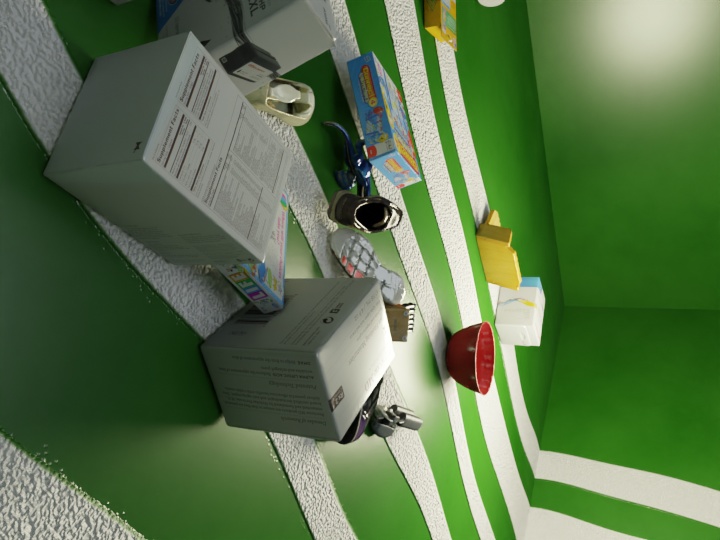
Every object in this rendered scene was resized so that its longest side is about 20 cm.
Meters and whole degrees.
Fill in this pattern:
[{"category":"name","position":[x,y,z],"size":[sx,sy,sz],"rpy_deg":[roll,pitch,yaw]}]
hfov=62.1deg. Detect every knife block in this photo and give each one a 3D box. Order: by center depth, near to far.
[{"category":"knife block","position":[0.027,0.094,1.209],"size":[0.175,0.193,0.067],"rpy_deg":[-161,-105,-72]}]

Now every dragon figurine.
[{"category":"dragon figurine","position":[-0.011,-0.190,1.131],"size":[0.200,0.057,0.103],"rpy_deg":[48,48,-54]}]

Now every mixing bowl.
[{"category":"mixing bowl","position":[0.304,0.243,1.687],"size":[0.198,0.105,0.208],"rpy_deg":[-2,93,-62]}]

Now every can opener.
[{"category":"can opener","position":[0.075,0.335,1.320],"size":[0.068,0.053,0.199],"rpy_deg":[-54,147,0]}]

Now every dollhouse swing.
[{"category":"dollhouse swing","position":[0.488,-0.081,2.000],"size":[0.176,0.179,0.204],"rpy_deg":[-44,130,-28]}]

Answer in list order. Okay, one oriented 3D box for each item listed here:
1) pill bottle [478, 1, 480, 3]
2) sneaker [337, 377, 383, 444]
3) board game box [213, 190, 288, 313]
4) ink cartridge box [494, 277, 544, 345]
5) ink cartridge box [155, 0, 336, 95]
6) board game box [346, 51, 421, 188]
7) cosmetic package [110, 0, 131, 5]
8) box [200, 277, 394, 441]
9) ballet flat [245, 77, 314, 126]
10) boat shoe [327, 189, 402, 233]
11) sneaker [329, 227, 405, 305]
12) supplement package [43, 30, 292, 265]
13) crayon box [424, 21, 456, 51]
[{"category":"pill bottle","position":[0.431,-0.979,1.941],"size":[0.114,0.111,0.208],"rpy_deg":[26,66,-59]},{"category":"sneaker","position":[0.005,0.224,1.128],"size":[0.205,0.074,0.087],"rpy_deg":[-66,156,-2]},{"category":"board game box","position":[-0.148,-0.064,0.828],"size":[0.135,0.033,0.205],"rpy_deg":[53,28,-49]},{"category":"ink cartridge box","position":[0.589,0.151,2.200],"size":[0.148,0.142,0.205],"rpy_deg":[56,42,-47]},{"category":"ink cartridge box","position":[-0.137,-0.298,0.699],"size":[0.083,0.195,0.150],"rpy_deg":[35,39,-58]},{"category":"board game box","position":[0.050,-0.286,1.171],"size":[0.199,0.054,0.203],"rpy_deg":[20,56,-70]},{"category":"cosmetic package","position":[-0.260,-0.421,0.585],"size":[0.199,0.119,0.207],"rpy_deg":[26,67,-61]},{"category":"box","position":[-0.081,0.114,0.844],"size":[0.199,0.194,0.135],"rpy_deg":[-47,129,-52]},{"category":"ballet flat","position":[-0.111,-0.267,0.932],"size":[0.198,0.067,0.072],"rpy_deg":[-14,102,-62]},{"category":"boat shoe","position":[0.022,-0.098,1.104],"size":[0.197,0.072,0.077],"rpy_deg":[-2,113,-51]},{"category":"sneaker","position":[0.000,0.000,1.152],"size":[0.200,0.081,0.078],"rpy_deg":[46,64,-26]},{"category":"supplement package","position":[-0.199,-0.120,0.666],"size":[0.200,0.147,0.155],"rpy_deg":[46,50,-52]},{"category":"crayon box","position":[0.210,-0.694,1.574],"size":[0.125,0.050,0.208],"rpy_deg":[-3,92,-62]}]
